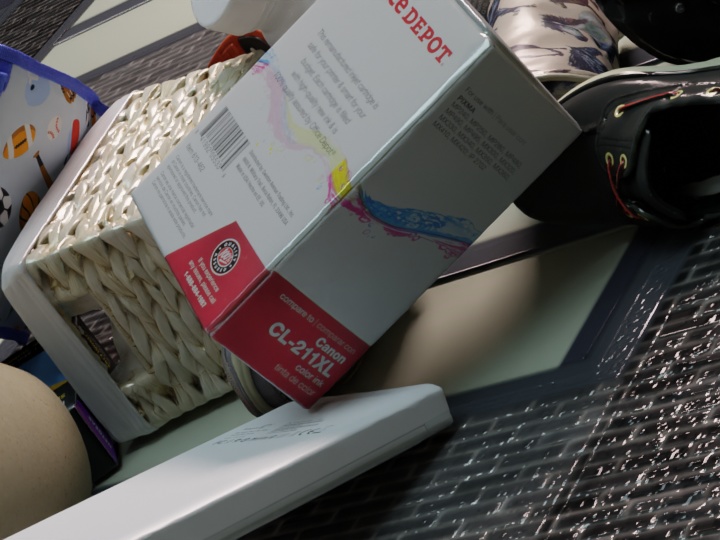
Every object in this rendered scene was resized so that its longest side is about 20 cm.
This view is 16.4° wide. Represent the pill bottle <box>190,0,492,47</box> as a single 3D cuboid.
[{"bbox_3d":[0.007,-0.173,1.490,0.116,0.199,0.117,-171,90,-66],"label":"pill bottle"}]

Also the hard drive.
[{"bbox_3d":[-0.069,0.104,1.192,0.199,0.026,0.132,-25,8,-38],"label":"hard drive"}]

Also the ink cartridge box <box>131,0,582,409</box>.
[{"bbox_3d":[-0.005,-0.054,1.263,0.200,0.083,0.146,-45,36,8],"label":"ink cartridge box"}]

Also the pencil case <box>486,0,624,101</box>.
[{"bbox_3d":[0.111,-0.109,1.378,0.200,0.089,0.078,-82,11,-63],"label":"pencil case"}]

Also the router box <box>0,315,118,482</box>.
[{"bbox_3d":[-0.238,0.123,1.509,0.199,0.051,0.149,-34,20,6],"label":"router box"}]

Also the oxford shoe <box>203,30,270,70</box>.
[{"bbox_3d":[-0.090,-0.111,1.724,0.200,0.071,0.073,-39,4,42],"label":"oxford shoe"}]

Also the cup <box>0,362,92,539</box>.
[{"bbox_3d":[-0.229,0.122,1.343,0.200,0.201,0.143,-16,5,45],"label":"cup"}]

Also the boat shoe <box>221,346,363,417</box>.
[{"bbox_3d":[0.000,0.000,1.362,0.073,0.075,0.201,-5,46,40],"label":"boat shoe"}]

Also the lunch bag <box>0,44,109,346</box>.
[{"bbox_3d":[-0.236,-0.050,1.508,0.200,0.123,0.171,122,166,-88],"label":"lunch bag"}]

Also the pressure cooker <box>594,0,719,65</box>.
[{"bbox_3d":[0.188,-0.215,1.329,0.176,0.179,0.200,-37,21,13],"label":"pressure cooker"}]

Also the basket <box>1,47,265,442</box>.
[{"bbox_3d":[-0.099,-0.019,1.468,0.123,0.136,0.200,-20,26,32],"label":"basket"}]

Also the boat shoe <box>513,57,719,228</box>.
[{"bbox_3d":[0.146,-0.058,1.212,0.201,0.074,0.063,-12,24,43],"label":"boat shoe"}]
